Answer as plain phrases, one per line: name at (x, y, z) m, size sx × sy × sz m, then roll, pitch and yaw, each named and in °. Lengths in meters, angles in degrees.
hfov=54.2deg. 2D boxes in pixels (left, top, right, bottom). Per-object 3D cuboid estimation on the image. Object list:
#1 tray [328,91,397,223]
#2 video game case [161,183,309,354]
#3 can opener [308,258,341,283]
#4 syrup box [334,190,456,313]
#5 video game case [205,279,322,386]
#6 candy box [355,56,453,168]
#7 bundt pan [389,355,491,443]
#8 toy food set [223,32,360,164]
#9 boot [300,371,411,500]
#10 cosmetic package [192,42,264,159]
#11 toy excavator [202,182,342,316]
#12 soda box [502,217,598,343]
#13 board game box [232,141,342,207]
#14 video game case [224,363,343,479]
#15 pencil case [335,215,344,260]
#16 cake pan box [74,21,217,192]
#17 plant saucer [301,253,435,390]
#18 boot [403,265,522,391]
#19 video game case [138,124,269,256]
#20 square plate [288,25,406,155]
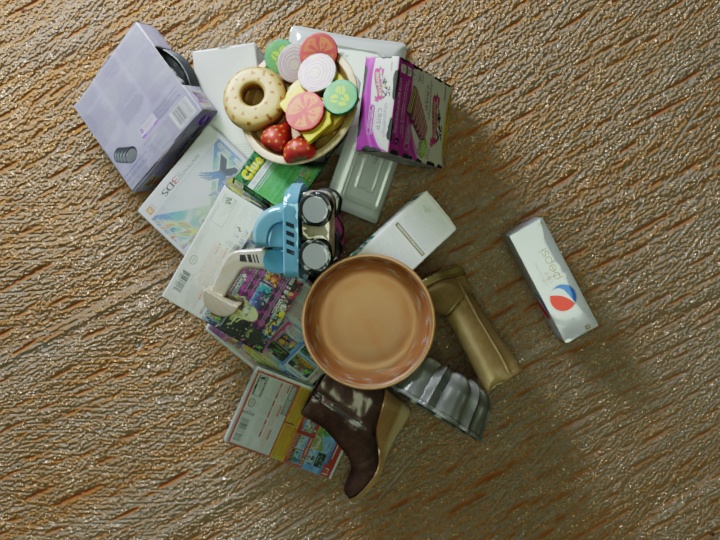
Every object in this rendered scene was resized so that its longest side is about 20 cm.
tray at (0.021, -0.186, 1.146) m, size 0.106 × 0.022 × 0.202 m, roll 18°, pitch 91°, yaw -29°
video game case at (-0.179, -0.001, 1.084) m, size 0.180 × 0.036 × 0.201 m, roll 30°, pitch 100°, yaw -9°
can opener at (0.000, 0.000, 1.169) m, size 0.197 × 0.063 × 0.080 m, roll -15°, pitch 93°, yaw 3°
syrup box at (0.047, -0.027, 1.108) m, size 0.200 × 0.079 × 0.082 m, roll -42°, pitch 95°, yaw -6°
video game case at (-0.124, 0.096, 1.161) m, size 0.200 × 0.024 × 0.182 m, roll 41°, pitch 108°, yaw -14°
candy box at (0.072, -0.236, 1.082) m, size 0.060 × 0.199 × 0.138 m, roll 9°, pitch 96°, yaw 29°
bundt pan at (0.122, 0.189, 1.122) m, size 0.200 × 0.202 × 0.076 m, roll 31°, pitch 81°, yaw -1°
toy food set at (-0.096, -0.257, 1.052) m, size 0.197 × 0.049 × 0.201 m, roll -40°, pitch 70°, yaw 5°
boot at (-0.027, 0.269, 1.170) m, size 0.165 × 0.072 × 0.202 m, roll 26°, pitch 98°, yaw -11°
cosmetic package at (-0.202, -0.254, 1.144) m, size 0.106 × 0.085 × 0.203 m, roll -4°, pitch 94°, yaw 3°
toy excavator at (-0.130, -0.029, 1.023) m, size 0.197 × 0.100 × 0.197 m, roll 3°, pitch 102°, yaw 8°
soda box at (0.311, 0.015, 1.160) m, size 0.063 × 0.068 × 0.202 m, roll -29°, pitch 93°, yaw 3°
board game box at (-0.103, -0.184, 1.103) m, size 0.104 × 0.023 × 0.201 m, roll 35°, pitch 64°, yaw -5°
video game case at (-0.112, 0.257, 1.188) m, size 0.198 × 0.017 × 0.144 m, roll 23°, pitch 98°, yaw -13°
pencil case at (-0.125, -0.050, 1.157) m, size 0.197 × 0.091 × 0.095 m, roll -6°, pitch 91°, yaw 4°
cake pan box at (-0.344, -0.259, 1.120) m, size 0.200 × 0.052 × 0.185 m, roll -43°, pitch 82°, yaw 23°
plant saucer at (0.012, 0.074, 1.046) m, size 0.197 × 0.037 × 0.203 m, roll 0°, pitch 97°, yaw 0°
boot at (0.162, 0.098, 1.114) m, size 0.066 × 0.174 × 0.202 m, roll -37°, pitch 77°, yaw 44°
video game case at (-0.222, -0.093, 1.108) m, size 0.200 × 0.022 × 0.183 m, roll 43°, pitch 98°, yaw 0°
square plate at (-0.034, -0.292, 1.166) m, size 0.197 × 0.028 × 0.201 m, roll 9°, pitch 95°, yaw 0°
